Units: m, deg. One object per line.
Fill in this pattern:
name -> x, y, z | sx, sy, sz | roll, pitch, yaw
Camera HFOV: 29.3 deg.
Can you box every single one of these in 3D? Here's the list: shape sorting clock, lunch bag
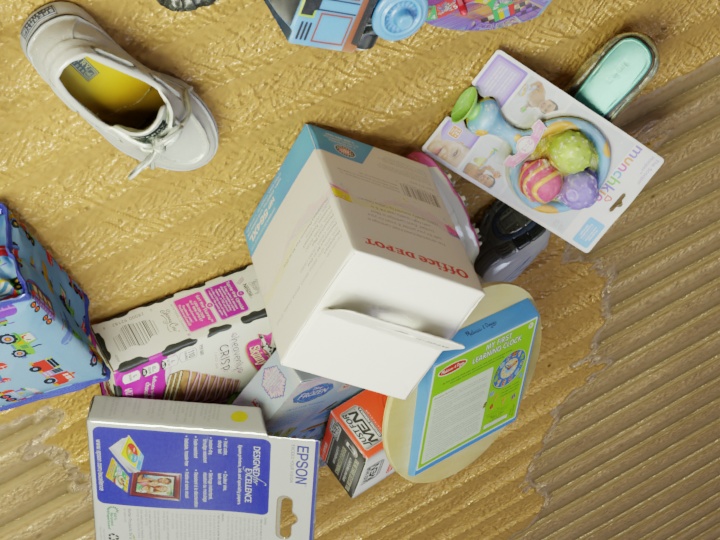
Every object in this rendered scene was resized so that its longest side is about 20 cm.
shape sorting clock -> 0.092, 0.100, 1.236 | 0.200, 0.039, 0.201 | -29, 138, -31
lunch bag -> -0.321, 0.060, 1.068 | 0.199, 0.094, 0.151 | -25, 147, 2

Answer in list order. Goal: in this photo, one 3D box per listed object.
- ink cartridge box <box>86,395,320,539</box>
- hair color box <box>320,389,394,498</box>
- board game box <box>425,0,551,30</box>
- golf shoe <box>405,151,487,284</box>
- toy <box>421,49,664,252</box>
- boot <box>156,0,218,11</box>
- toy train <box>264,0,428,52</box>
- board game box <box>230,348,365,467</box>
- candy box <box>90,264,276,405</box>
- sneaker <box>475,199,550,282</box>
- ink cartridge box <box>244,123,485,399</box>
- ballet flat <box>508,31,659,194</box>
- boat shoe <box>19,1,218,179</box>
ink cartridge box -> -0.137, 0.199, 1.219 | 0.199, 0.047, 0.198 | 4, 127, -2
hair color box -> 0.061, 0.128, 1.322 | 0.199, 0.061, 0.102 | -30, 159, -25
board game box -> 0.118, -0.239, 1.060 | 0.157, 0.039, 0.200 | 5, 145, -32
golf shoe -> 0.064, -0.007, 1.250 | 0.091, 0.075, 0.201 | -25, 109, -15
toy -> 0.168, -0.096, 1.232 | 0.199, 0.047, 0.115 | 31, 112, -19
boot -> -0.150, -0.229, 0.868 | 0.210, 0.080, 0.158 | -26, 144, -14
toy train -> 0.010, -0.246, 0.978 | 0.114, 0.087, 0.201 | 1, 132, -32
board game box -> -0.053, 0.133, 1.295 | 0.200, 0.041, 0.200 | -10, 147, -52
candy box -> -0.136, 0.076, 1.247 | 0.199, 0.061, 0.137 | -22, 145, -19
sneaker -> 0.114, 0.004, 1.366 | 0.199, 0.075, 0.087 | -33, 151, -2
ink cartridge box -> 0.000, 0.000, 1.128 | 0.128, 0.200, 0.125 | 18, 123, -28
ballet flat -> 0.200, -0.142, 1.279 | 0.200, 0.071, 0.071 | -46, 144, 17
boat shoe -> -0.157, -0.112, 0.992 | 0.075, 0.086, 0.202 | -39, 144, 5
